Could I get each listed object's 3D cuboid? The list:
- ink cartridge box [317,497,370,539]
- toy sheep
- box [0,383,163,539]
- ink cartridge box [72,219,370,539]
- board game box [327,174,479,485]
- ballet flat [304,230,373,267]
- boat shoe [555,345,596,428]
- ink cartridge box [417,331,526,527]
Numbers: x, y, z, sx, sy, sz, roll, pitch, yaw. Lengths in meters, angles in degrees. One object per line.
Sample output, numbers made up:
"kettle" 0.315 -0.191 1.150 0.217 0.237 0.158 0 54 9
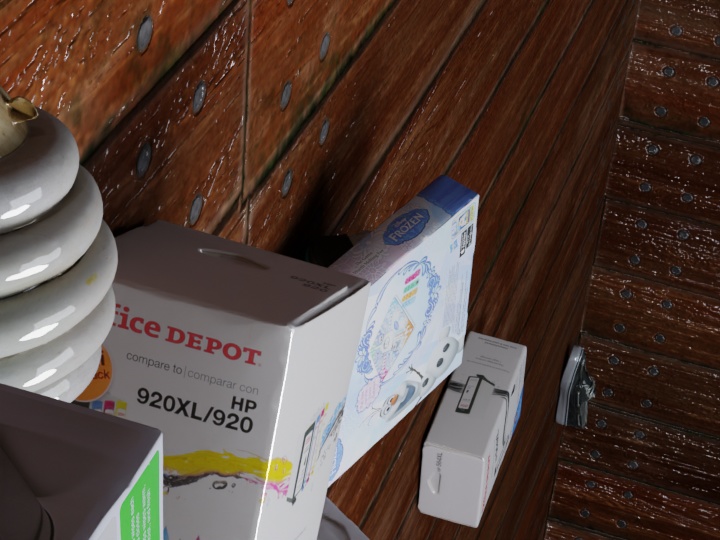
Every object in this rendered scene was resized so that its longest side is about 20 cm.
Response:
"ink cartridge box" -0.062 0.276 1.329 0.085 0.146 0.202 0 115 -37
"toy sheep" -0.161 0.006 0.732 0.138 0.136 0.202 -57 154 -54
"box" -0.187 0.114 0.579 0.177 0.198 0.097 -57 157 -51
"ink cartridge box" -0.098 0.092 1.043 0.145 0.146 0.202 -33 136 -71
"board game box" 0.015 0.054 1.465 0.199 0.043 0.201 -40 148 -35
"ballet flat" 0.000 0.000 1.522 0.068 0.068 0.200 62 2 10
"boat shoe" 0.437 0.231 3.612 0.072 0.070 0.201 -62 160 -45
"ink cartridge box" 0.144 0.204 2.324 0.147 0.083 0.201 91 18 -46
